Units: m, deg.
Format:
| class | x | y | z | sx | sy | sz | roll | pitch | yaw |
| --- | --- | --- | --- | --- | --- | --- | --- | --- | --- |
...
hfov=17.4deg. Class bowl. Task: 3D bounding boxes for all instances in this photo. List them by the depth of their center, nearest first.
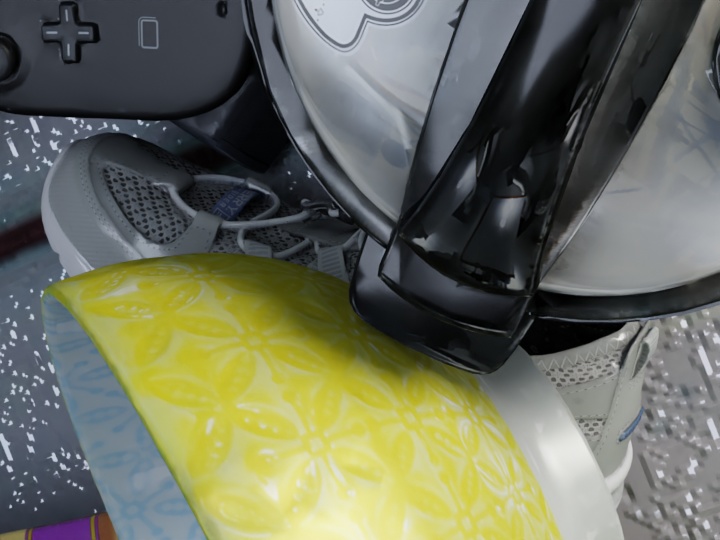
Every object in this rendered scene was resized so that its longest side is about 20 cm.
| class | x | y | z | sx | sy | sz | roll | pitch | yaw |
| --- | --- | --- | --- | --- | --- | --- | --- | --- | --- |
| bowl | 0.005 | 0.074 | 0.622 | 0.107 | 0.200 | 0.201 | -26 | 90 | -13 |

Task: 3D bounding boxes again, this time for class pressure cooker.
| class | x | y | z | sx | sy | sz | roll | pitch | yaw |
| --- | --- | --- | --- | --- | --- | --- | --- | --- | --- |
| pressure cooker | 0.061 | -0.082 | 0.575 | 0.177 | 0.200 | 0.177 | -17 | 101 | 11 |

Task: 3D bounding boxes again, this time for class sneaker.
| class | x | y | z | sx | sy | sz | roll | pitch | yaw |
| --- | --- | --- | --- | --- | --- | --- | --- | --- | --- |
| sneaker | 0.000 | 0.000 | 0.707 | 0.199 | 0.075 | 0.082 | 25 | 124 | 5 |

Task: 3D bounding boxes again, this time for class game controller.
| class | x | y | z | sx | sy | sz | roll | pitch | yaw |
| --- | --- | --- | --- | --- | --- | --- | --- | --- | --- |
| game controller | -0.079 | -0.144 | 0.682 | 0.104 | 0.042 | 0.202 | 5 | 105 | 24 |

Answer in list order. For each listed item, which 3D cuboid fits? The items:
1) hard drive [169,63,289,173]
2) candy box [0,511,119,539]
| class | x | y | z | sx | sy | sz | roll | pitch | yaw |
| --- | --- | --- | --- | --- | --- | --- | --- | --- | --- |
| hard drive | -0.075 | -0.137 | 0.730 | 0.200 | 0.042 | 0.135 | 43 | 115 | 10 |
| candy box | -0.079 | 0.139 | 0.754 | 0.199 | 0.056 | 0.118 | -14 | 75 | 19 |
